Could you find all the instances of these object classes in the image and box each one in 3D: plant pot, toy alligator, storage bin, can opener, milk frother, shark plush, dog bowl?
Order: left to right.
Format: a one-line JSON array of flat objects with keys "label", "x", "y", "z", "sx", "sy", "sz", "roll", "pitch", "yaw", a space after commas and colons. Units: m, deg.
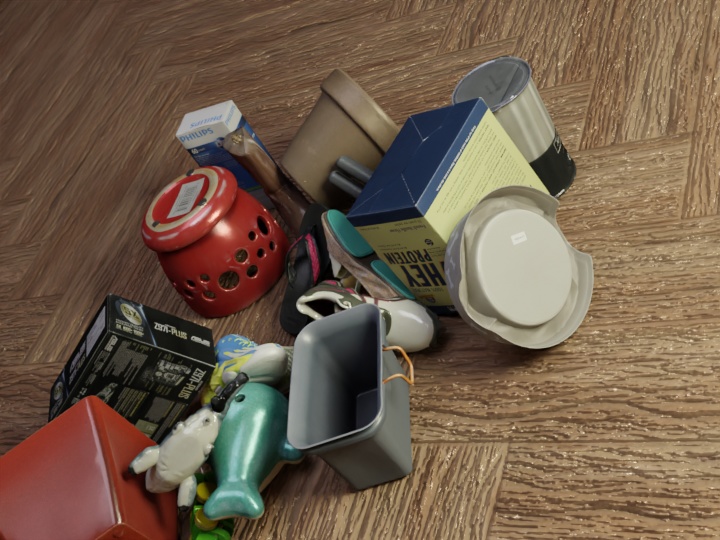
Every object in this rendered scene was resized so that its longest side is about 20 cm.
[{"label": "plant pot", "x": -0.350, "y": 0.320, "z": 1.298, "sx": 0.200, "sy": 0.200, "sz": 0.176, "roll": -36, "pitch": 48, "yaw": 0}, {"label": "shark plush", "x": -0.216, "y": 0.201, "z": 1.255, "sx": 0.200, "sy": 0.091, "sz": 0.083, "roll": -62, "pitch": 5, "yaw": 11}, {"label": "plant pot", "x": -0.243, "y": -0.054, "z": 1.620, "sx": 0.200, "sy": 0.183, "sz": 0.201, "roll": -23, "pitch": 38, "yaw": 19}, {"label": "toy alligator", "x": -0.192, "y": 0.302, "z": 1.305, "sx": 0.054, "sy": 0.059, "sz": 0.200, "roll": 9, "pitch": 34, "yaw": -14}, {"label": "plant pot", "x": -0.030, "y": -0.192, "z": 1.606, "sx": 0.175, "sy": 0.200, "sz": 0.200, "roll": -44, "pitch": 37, "yaw": 4}, {"label": "storage bin", "x": 0.008, "y": 0.160, "z": 1.232, "sx": 0.145, "sy": 0.134, "sz": 0.200, "roll": -21, "pitch": 40, "yaw": 18}, {"label": "can opener", "x": 0.038, "y": -0.103, "z": 1.481, "sx": 0.200, "sy": 0.067, "sz": 0.053, "roll": 32, "pitch": 108, "yaw": 12}, {"label": "milk frother", "x": 0.176, "y": -0.188, "z": 1.435, "sx": 0.200, "sy": 0.188, "sz": 0.181, "roll": -29, "pitch": 37, "yaw": 8}, {"label": "dog bowl", "x": 0.190, "y": -0.001, "z": 1.228, "sx": 0.200, "sy": 0.200, "sz": 0.059, "roll": -56, "pitch": 17, "yaw": -26}]

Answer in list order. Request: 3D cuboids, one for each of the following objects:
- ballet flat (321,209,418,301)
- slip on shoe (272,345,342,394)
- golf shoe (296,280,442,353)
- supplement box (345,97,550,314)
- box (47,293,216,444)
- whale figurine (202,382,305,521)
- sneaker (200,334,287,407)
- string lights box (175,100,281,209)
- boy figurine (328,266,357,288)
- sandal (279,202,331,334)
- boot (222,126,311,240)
[{"label": "ballet flat", "x": 0.000, "y": 0.000, "z": 1.415, "sx": 0.200, "sy": 0.068, "sz": 0.067, "roll": 48, "pitch": 121, "yaw": 24}, {"label": "slip on shoe", "x": -0.080, "y": 0.136, "z": 1.393, "sx": 0.200, "sy": 0.061, "sz": 0.074, "roll": -22, "pitch": 59, "yaw": 37}, {"label": "golf shoe", "x": 0.008, "y": 0.069, "z": 1.338, "sx": 0.199, "sy": 0.088, "sz": 0.077, "roll": 13, "pitch": 100, "yaw": 25}, {"label": "supplement box", "x": 0.125, "y": -0.080, "z": 1.332, "sx": 0.134, "sy": 0.200, "sz": 0.200, "roll": -5, "pitch": 45, "yaw": 49}, {"label": "box", "x": -0.322, "y": 0.153, "z": 1.410, "sx": 0.200, "sy": 0.163, "sz": 0.086, "roll": -54, "pitch": 30, "yaw": 25}, {"label": "whale figurine", "x": -0.151, "y": 0.225, "z": 1.282, "sx": 0.158, "sy": 0.104, "sz": 0.200, "roll": -2, "pitch": 36, "yaw": 9}, {"label": "sneaker", "x": -0.168, "y": 0.122, "z": 1.394, "sx": 0.200, "sy": 0.076, "sz": 0.105, "roll": -37, "pitch": 46, "yaw": 43}, {"label": "string lights box", "x": -0.217, "y": -0.190, "z": 1.727, "sx": 0.102, "sy": 0.200, "sz": 0.059, "roll": -10, "pitch": 43, "yaw": 28}, {"label": "boy figurine", "x": 0.001, "y": -0.032, "z": 1.494, "sx": 0.199, "sy": 0.064, "sz": 0.125, "roll": -1, "pitch": 74, "yaw": 35}, {"label": "sandal", "x": -0.082, "y": -0.005, "z": 1.482, "sx": 0.075, "sy": 0.045, "sz": 0.201, "roll": 11, "pitch": 84, "yaw": 39}, {"label": "boot", "x": -0.133, "y": -0.135, "z": 1.602, "sx": 0.064, "sy": 0.200, "sz": 0.186, "roll": -42, "pitch": 37, "yaw": -9}]
